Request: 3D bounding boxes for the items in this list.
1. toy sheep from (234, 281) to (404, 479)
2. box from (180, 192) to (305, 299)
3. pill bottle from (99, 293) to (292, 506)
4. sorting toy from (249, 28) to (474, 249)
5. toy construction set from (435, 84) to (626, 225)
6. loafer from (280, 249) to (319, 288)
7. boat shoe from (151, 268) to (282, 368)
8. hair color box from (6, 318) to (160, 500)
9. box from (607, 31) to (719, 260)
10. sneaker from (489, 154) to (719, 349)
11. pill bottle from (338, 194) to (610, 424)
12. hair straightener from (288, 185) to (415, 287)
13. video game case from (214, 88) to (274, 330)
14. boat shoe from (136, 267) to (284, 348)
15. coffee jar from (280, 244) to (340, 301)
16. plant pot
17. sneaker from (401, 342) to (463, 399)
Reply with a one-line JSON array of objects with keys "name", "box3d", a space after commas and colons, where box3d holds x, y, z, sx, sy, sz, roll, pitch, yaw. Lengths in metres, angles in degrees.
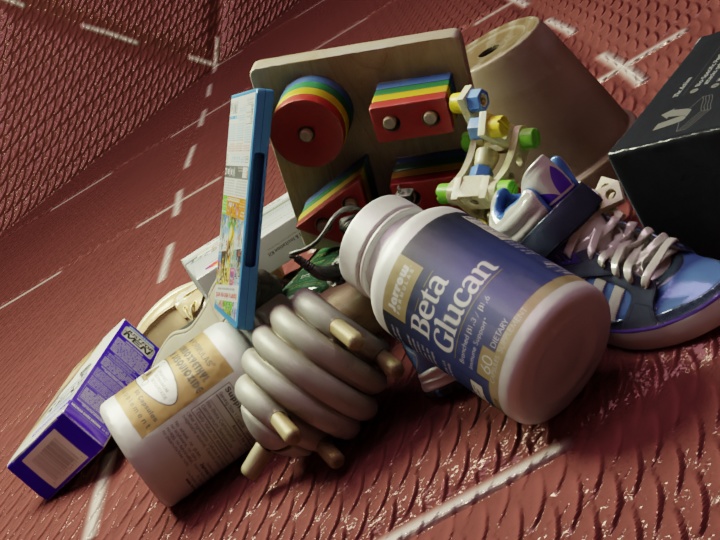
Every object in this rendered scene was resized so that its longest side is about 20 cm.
[{"name": "toy sheep", "box3d": [-0.041, 0.091, 1.014, 0.200, 0.138, 0.138, -52, 20, 0]}, {"name": "box", "box3d": [-0.117, -0.028, 1.329, 0.155, 0.041, 0.200, -33, 11, -9]}, {"name": "pill bottle", "box3d": [-0.129, 0.114, 1.111, 0.199, 0.115, 0.114, -36, 19, -11]}, {"name": "sorting toy", "box3d": [0.012, -0.101, 1.105, 0.197, 0.201, 0.070, -6, 34, 16]}, {"name": "toy construction set", "box3d": [0.143, -0.063, 1.053, 0.092, 0.199, 0.132, -10, 62, 50]}, {"name": "loafer", "box3d": [-0.013, -0.035, 1.369, 0.199, 0.070, 0.075, -35, 19, -7]}, {"name": "boat shoe", "box3d": [-0.145, 0.070, 1.210, 0.200, 0.057, 0.067, -49, 51, 35]}, {"name": "hair color box", "box3d": [-0.305, 0.151, 1.344, 0.109, 0.065, 0.200, -42, 12, 25]}, {"name": "box", "box3d": [0.334, -0.114, 0.938, 0.199, 0.118, 0.197, -9, 30, 48]}, {"name": "sneaker", "box3d": [0.179, -0.022, 0.908, 0.081, 0.147, 0.199, -43, 21, -29]}, {"name": "pill bottle", "box3d": [0.078, 0.020, 0.903, 0.111, 0.111, 0.200, -40, 49, -22]}, {"name": "hair straightener", "box3d": [0.020, -0.034, 1.010, 0.199, 0.078, 0.041, -9, 18, -41]}, {"name": "video game case", "box3d": [-0.105, -0.057, 1.068, 0.018, 0.202, 0.143, 4, 4, -15]}, {"name": "boat shoe", "box3d": [-0.180, 0.045, 1.427, 0.199, 0.074, 0.069, -32, 13, -3]}, {"name": "coffee jar", "box3d": [0.000, 0.000, 1.236, 0.104, 0.086, 0.200, -17, 25, 44]}, {"name": "plant pot", "box3d": [0.166, -0.149, 1.211, 0.199, 0.174, 0.200, -29, 19, 11]}, {"name": "sneaker", "box3d": [0.077, 0.028, 1.056, 0.075, 0.077, 0.200, -27, 18, 19]}]
